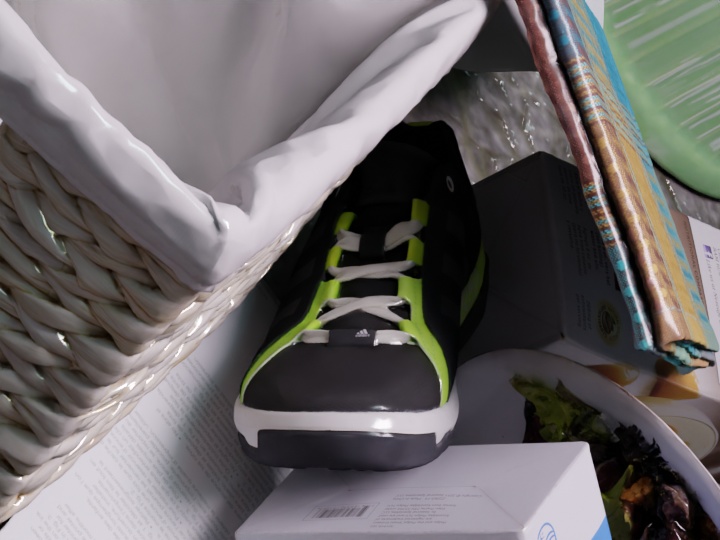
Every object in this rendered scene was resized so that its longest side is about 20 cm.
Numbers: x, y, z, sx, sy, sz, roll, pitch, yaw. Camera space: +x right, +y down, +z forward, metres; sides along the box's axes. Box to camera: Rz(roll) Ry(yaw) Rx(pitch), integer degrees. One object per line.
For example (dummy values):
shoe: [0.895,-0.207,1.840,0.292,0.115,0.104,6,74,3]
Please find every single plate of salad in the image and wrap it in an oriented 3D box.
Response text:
plate of salad: [0.074,0.123,0.901,0.048,0.200,0.200,-22,86,-31]

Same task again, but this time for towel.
towel: [0.082,-0.037,0.876,0.200,0.022,0.147,16,53,-79]

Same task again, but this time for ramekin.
ramekin: [0.186,-0.143,1.269,0.200,0.098,0.200,29,48,-38]

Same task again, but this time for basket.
basket: [-0.100,-0.066,0.784,0.198,0.161,0.200,42,38,1]

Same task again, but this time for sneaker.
sneaker: [0.000,0.000,0.874,0.200,0.072,0.083,-69,158,-68]

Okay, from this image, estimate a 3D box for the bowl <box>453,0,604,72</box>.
bowl: [0.027,-0.164,1.072,0.201,0.090,0.201,-12,90,-71]

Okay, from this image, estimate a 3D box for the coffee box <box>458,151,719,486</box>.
coffee box: [0.096,0.035,1.038,0.200,0.114,0.080,19,55,-43]

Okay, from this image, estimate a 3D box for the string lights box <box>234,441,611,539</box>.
string lights box: [0.040,0.157,0.852,0.059,0.103,0.200,-45,126,-53]

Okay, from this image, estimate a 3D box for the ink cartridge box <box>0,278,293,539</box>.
ink cartridge box: [-0.067,0.091,0.859,0.109,0.050,0.200,55,38,-12]
